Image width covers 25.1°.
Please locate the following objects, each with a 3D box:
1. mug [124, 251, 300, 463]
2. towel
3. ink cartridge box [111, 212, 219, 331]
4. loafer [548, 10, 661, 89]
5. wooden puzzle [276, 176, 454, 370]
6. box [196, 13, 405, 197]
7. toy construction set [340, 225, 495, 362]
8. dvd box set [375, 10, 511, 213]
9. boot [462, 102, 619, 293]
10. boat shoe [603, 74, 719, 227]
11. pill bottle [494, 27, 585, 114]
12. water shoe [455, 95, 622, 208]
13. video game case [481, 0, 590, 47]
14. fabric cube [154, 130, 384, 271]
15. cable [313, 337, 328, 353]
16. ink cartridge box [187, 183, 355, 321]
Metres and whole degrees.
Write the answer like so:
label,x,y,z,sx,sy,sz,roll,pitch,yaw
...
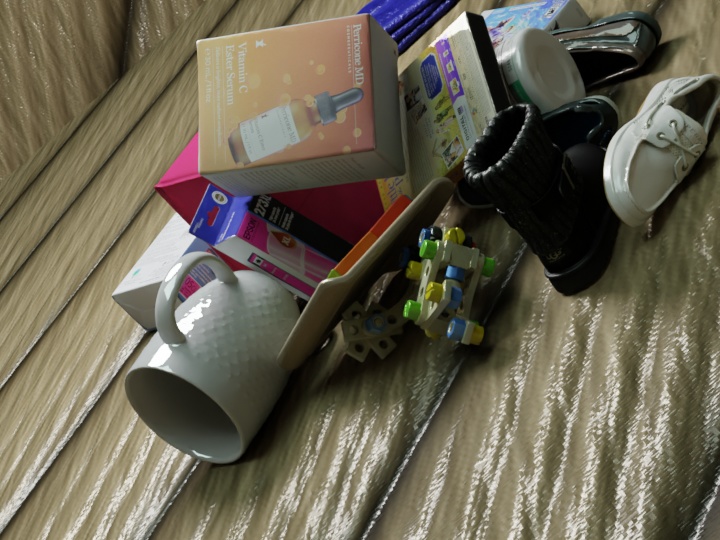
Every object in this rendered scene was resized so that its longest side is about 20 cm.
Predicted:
label,x,y,z,sx,sy,sz,roll,pitch,yaw
mug,-0.153,0.072,1.702,0.147,0.201,0.176,4,45,36
towel,0.061,-0.394,2.432,0.148,0.050,0.200,-43,21,-1
ink cartridge box,-0.225,-0.022,2.177,0.136,0.076,0.200,-14,36,49
loafer,0.237,-0.228,1.782,0.199,0.072,0.063,-19,36,42
wooden puzzle,0.000,0.000,1.651,0.200,0.037,0.185,-42,-10,-35
box,-0.064,-0.173,1.722,0.199,0.106,0.153,-7,77,18
toy construction set,0.063,0.028,1.578,0.200,0.092,0.132,-23,52,56
dvd box set,0.079,-0.158,1.718,0.200,0.029,0.147,-41,54,42
boot,0.175,-0.096,1.506,0.079,0.158,0.212,-29,24,28
boat shoe,0.283,-0.120,1.485,0.069,0.071,0.200,-22,27,45
pill bottle,0.138,-0.171,1.771,0.200,0.113,0.113,-30,24,37
water shoe,0.170,-0.125,1.658,0.199,0.072,0.079,-29,-8,28
video game case,0.163,-0.254,1.992,0.181,0.045,0.200,-50,23,-17
fabric cube,-0.087,-0.116,1.945,0.196,0.200,0.200,-7,41,54
cable,-0.099,0.060,1.835,0.097,0.050,0.200,-47,21,-1
ink cartridge box,-0.087,-0.029,1.782,0.037,0.199,0.095,-55,11,38
